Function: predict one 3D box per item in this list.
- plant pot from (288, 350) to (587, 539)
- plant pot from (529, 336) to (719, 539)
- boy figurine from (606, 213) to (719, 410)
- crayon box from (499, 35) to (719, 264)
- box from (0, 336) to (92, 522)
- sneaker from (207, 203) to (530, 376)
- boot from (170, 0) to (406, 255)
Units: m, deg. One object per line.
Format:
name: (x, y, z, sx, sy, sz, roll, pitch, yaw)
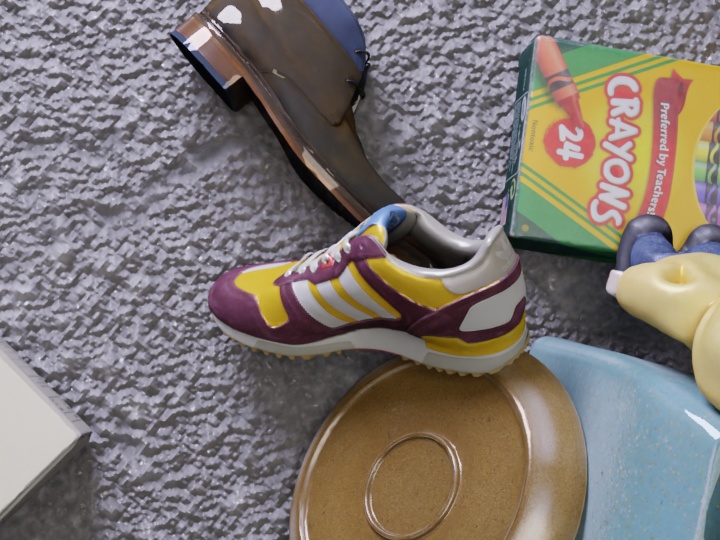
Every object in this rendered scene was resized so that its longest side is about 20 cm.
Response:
plant pot: (0.034, 0.125, 0.953, 0.027, 0.200, 0.201, 36, 79, -44)
plant pot: (0.195, 0.151, 0.938, 0.195, 0.200, 0.197, 15, 83, -12)
boy figurine: (0.201, 0.023, 0.922, 0.124, 0.200, 0.065, 8, 107, -9)
crayon box: (0.192, -0.065, 1.046, 0.199, 0.051, 0.128, 8, 83, -6)
box: (-0.251, 0.050, 0.967, 0.078, 0.095, 0.200, -44, 89, -7)
sneaker: (0.000, 0.000, 0.969, 0.199, 0.075, 0.090, 4, 124, 22)
boot: (-0.013, -0.103, 1.016, 0.097, 0.075, 0.200, -44, 88, -5)
